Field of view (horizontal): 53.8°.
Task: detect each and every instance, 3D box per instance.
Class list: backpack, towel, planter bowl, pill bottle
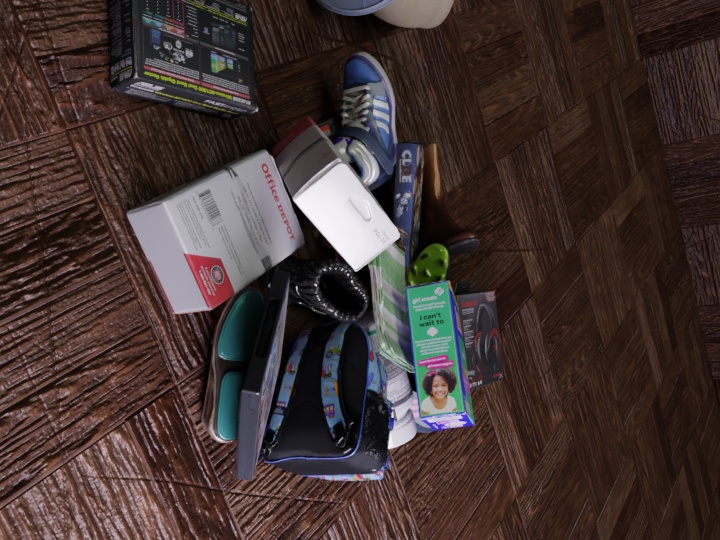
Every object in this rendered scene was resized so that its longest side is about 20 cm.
[{"bbox_3d":[-0.039,0.182,1.006,0.134,0.181,0.202,40,47,-44],"label":"backpack"},{"bbox_3d":[0.050,0.043,1.081,0.152,0.023,0.202,40,40,-62],"label":"towel"},{"bbox_3d":[0.061,-0.525,1.243,0.133,0.200,0.203,-14,96,-24],"label":"planter bowl"},{"bbox_3d":[0.020,0.172,1.124,0.113,0.112,0.202,-25,104,-49],"label":"pill bottle"}]

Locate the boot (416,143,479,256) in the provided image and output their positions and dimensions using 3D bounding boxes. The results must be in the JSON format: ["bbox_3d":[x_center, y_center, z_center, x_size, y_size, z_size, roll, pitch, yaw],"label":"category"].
[{"bbox_3d":[0.148,-0.127,1.279,0.068,0.188,0.203,-4,88,-16],"label":"boot"}]

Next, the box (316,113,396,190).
[{"bbox_3d":[-0.008,-0.201,1.206,0.200,0.037,0.138,-37,112,-47],"label":"box"}]

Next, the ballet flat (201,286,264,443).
[{"bbox_3d":[-0.174,0.119,0.926,0.068,0.067,0.202,16,81,-33],"label":"ballet flat"}]

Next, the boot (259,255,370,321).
[{"bbox_3d":[-0.030,0.032,1.031,0.210,0.157,0.080,15,85,-41],"label":"boot"}]

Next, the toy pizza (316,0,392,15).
[{"bbox_3d":[-0.002,-0.514,1.155,0.032,0.198,0.203,-2,85,-76],"label":"toy pizza"}]

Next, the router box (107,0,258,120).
[{"bbox_3d":[-0.229,-0.294,0.930,0.199,0.062,0.152,3,81,-51],"label":"router box"}]

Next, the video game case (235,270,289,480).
[{"bbox_3d":[-0.122,0.134,0.891,0.201,0.025,0.182,103,-3,-46],"label":"video game case"}]

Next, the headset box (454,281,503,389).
[{"bbox_3d":[0.206,0.124,1.388,0.148,0.074,0.203,-3,87,-50],"label":"headset box"}]

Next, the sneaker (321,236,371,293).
[{"bbox_3d":[0.000,0.000,1.173,0.095,0.079,0.201,-41,116,-22],"label":"sneaker"}]

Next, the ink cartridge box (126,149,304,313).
[{"bbox_3d":[-0.182,-0.055,0.933,0.200,0.083,0.146,-38,113,-46],"label":"ink cartridge box"}]

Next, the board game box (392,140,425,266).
[{"bbox_3d":[0.083,-0.120,1.225,0.136,0.034,0.203,-49,143,-74],"label":"board game box"}]

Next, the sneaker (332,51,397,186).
[{"bbox_3d":[-0.006,-0.233,1.117,0.146,0.080,0.202,-38,120,-53],"label":"sneaker"}]

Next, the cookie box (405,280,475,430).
[{"bbox_3d":[0.126,0.138,1.115,0.171,0.074,0.202,53,29,-69],"label":"cookie box"}]

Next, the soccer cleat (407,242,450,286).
[{"bbox_3d":[0.116,0.029,1.254,0.081,0.067,0.202,-52,160,-55],"label":"soccer cleat"}]

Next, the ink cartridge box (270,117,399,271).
[{"bbox_3d":[-0.040,-0.111,0.987,0.147,0.083,0.200,49,6,-30],"label":"ink cartridge box"}]

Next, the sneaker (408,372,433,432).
[{"bbox_3d":[0.101,0.219,1.240,0.200,0.081,0.071,52,47,-33],"label":"sneaker"}]
